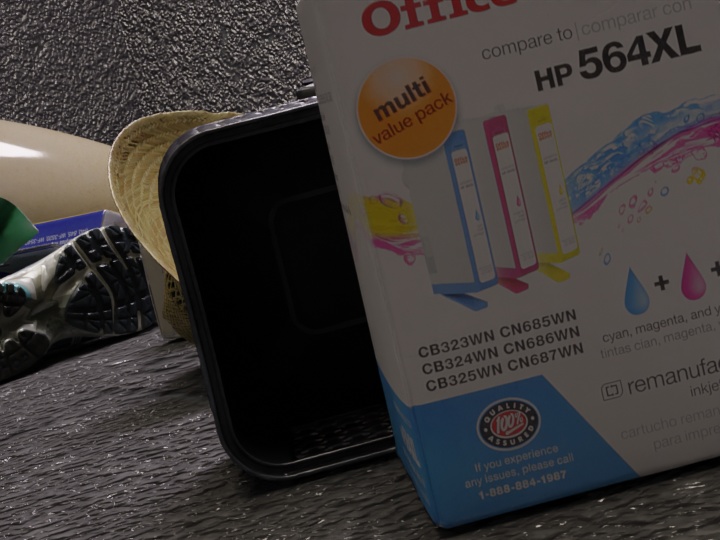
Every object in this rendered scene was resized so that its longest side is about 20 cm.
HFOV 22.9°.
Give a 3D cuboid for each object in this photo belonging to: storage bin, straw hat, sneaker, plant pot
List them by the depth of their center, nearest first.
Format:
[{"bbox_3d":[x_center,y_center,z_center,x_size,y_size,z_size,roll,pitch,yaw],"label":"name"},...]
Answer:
[{"bbox_3d":[0.026,-0.010,0.715,0.198,0.136,0.094,-15,7,-6],"label":"storage bin"},{"bbox_3d":[-0.066,0.001,1.008,0.201,0.201,0.085,-22,-28,-52],"label":"straw hat"},{"bbox_3d":[-0.223,0.023,1.239,0.199,0.078,0.086,-20,6,-43],"label":"sneaker"},{"bbox_3d":[-0.269,-0.046,1.568,0.198,0.189,0.187,-1,4,-10],"label":"plant pot"}]

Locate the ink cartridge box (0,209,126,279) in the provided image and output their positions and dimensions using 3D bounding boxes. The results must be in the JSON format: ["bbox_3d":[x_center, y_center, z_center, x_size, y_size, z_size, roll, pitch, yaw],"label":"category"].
[{"bbox_3d":[-0.242,-0.007,1.373,0.196,0.047,0.200,-9,-16,31],"label":"ink cartridge box"}]

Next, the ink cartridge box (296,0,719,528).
[{"bbox_3d":[0.055,-0.037,0.603,0.127,0.202,0.125,-14,7,-2],"label":"ink cartridge box"}]

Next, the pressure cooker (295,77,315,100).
[{"bbox_3d":[0.065,-0.079,0.920,0.177,0.202,0.176,-9,9,15],"label":"pressure cooker"}]

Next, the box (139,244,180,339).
[{"bbox_3d":[-0.057,-0.013,1.219,0.082,0.069,0.200,-9,8,34],"label":"box"}]

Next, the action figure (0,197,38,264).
[{"bbox_3d":[-0.326,0.018,1.238,0.201,0.118,0.055,-54,1,18],"label":"action figure"}]
